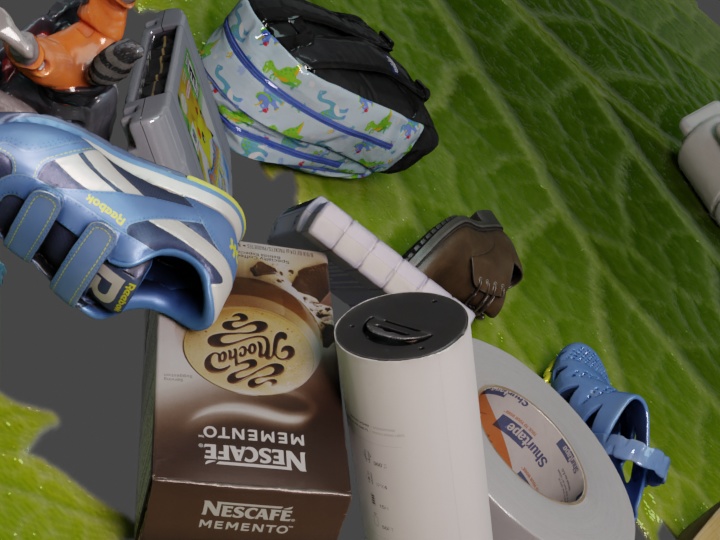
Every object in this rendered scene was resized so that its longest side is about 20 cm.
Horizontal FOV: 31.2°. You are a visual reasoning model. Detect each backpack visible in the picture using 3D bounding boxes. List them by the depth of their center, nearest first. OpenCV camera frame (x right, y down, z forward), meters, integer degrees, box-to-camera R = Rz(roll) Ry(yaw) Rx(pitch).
[{"bbox_3d":[-0.045,-0.156,1.080,0.164,0.153,0.200,57,12,19],"label":"backpack"}]

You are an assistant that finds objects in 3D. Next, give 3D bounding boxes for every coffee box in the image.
[{"bbox_3d":[-0.073,0.076,0.770,0.111,0.080,0.201,7,41,-14],"label":"coffee box"}]

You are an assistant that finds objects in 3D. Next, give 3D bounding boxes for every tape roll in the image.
[{"bbox_3d":[0.102,0.144,0.922,0.199,0.066,0.201,34,26,-18],"label":"tape roll"}]

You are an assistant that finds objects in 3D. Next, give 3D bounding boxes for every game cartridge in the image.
[{"bbox_3d":[-0.125,-0.089,0.910,0.201,0.040,0.135,-95,174,-58],"label":"game cartridge"},{"bbox_3d":[0.000,0.000,0.916,0.129,0.038,0.200,42,-8,-9],"label":"game cartridge"}]

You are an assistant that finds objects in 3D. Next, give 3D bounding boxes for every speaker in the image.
[{"bbox_3d":[0.035,0.117,0.763,0.080,0.202,0.081,-7,26,3],"label":"speaker"}]

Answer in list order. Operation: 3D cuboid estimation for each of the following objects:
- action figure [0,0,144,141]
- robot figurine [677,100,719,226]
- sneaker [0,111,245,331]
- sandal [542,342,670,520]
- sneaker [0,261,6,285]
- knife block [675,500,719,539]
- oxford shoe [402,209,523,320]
[{"bbox_3d":[-0.197,-0.103,0.800,0.104,0.194,0.201,37,62,2],"label":"action figure"},{"bbox_3d":[0.492,-0.127,1.682,0.201,0.112,0.170,65,9,32],"label":"robot figurine"},{"bbox_3d":[-0.154,-0.025,0.714,0.198,0.074,0.083,17,49,-24],"label":"sneaker"},{"bbox_3d":[0.205,0.130,1.058,0.079,0.087,0.201,25,33,-25],"label":"sandal"},{"bbox_3d":[-0.285,-0.006,0.670,0.081,0.077,0.199,48,23,22],"label":"sneaker"},{"bbox_3d":[0.251,0.241,0.994,0.174,0.064,0.201,28,34,-26],"label":"knife block"},{"bbox_3d":[0.089,0.002,1.092,0.085,0.073,0.199,53,32,13],"label":"oxford shoe"}]
